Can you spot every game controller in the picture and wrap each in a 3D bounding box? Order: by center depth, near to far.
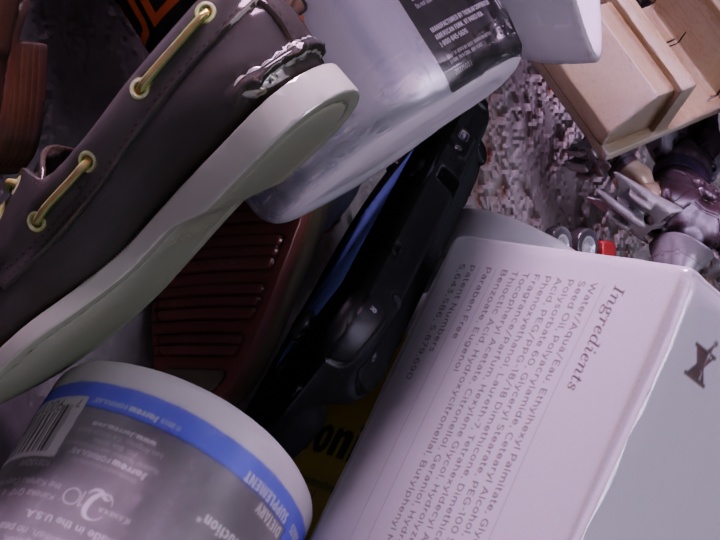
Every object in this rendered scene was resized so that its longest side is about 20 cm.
[{"bbox_3d":[0.000,0.000,0.785,0.042,0.104,0.200,41,37,-10],"label":"game controller"}]

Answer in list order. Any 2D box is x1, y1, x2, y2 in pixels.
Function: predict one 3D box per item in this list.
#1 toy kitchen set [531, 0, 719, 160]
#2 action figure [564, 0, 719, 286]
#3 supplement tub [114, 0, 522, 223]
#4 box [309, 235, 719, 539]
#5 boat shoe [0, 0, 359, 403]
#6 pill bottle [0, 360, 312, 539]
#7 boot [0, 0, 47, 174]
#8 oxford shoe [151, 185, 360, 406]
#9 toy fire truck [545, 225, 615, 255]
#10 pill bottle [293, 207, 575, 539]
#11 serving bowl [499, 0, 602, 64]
[{"bbox_3d":[0.187,-0.163,0.956,0.163,0.181,0.201,-23,70,-27],"label":"toy kitchen set"},{"bbox_3d":[0.175,-0.060,1.047,0.130,0.069,0.201,36,48,-28],"label":"action figure"},{"bbox_3d":[-0.039,-0.129,0.723,0.122,0.122,0.201,-31,87,-47],"label":"supplement tub"},{"bbox_3d":[0.097,0.123,0.732,0.199,0.130,0.201,36,74,-35],"label":"box"},{"bbox_3d":[-0.088,-0.022,0.673,0.061,0.201,0.072,53,24,7],"label":"boat shoe"},{"bbox_3d":[-0.106,0.142,0.681,0.114,0.113,0.201,54,51,-36],"label":"pill bottle"},{"bbox_3d":[-0.192,-0.119,0.626,0.199,0.064,0.188,-2,89,-47],"label":"boot"},{"bbox_3d":[-0.029,-0.025,0.816,0.075,0.070,0.201,42,59,-49],"label":"oxford shoe"},{"bbox_3d":[0.084,0.048,0.972,0.199,0.049,0.142,3,88,-51],"label":"toy fire truck"},{"bbox_3d":[0.031,0.079,0.828,0.111,0.111,0.201,41,71,-43],"label":"pill bottle"},{"bbox_3d":[0.051,-0.180,0.802,0.200,0.065,0.201,-10,90,-78],"label":"serving bowl"}]
